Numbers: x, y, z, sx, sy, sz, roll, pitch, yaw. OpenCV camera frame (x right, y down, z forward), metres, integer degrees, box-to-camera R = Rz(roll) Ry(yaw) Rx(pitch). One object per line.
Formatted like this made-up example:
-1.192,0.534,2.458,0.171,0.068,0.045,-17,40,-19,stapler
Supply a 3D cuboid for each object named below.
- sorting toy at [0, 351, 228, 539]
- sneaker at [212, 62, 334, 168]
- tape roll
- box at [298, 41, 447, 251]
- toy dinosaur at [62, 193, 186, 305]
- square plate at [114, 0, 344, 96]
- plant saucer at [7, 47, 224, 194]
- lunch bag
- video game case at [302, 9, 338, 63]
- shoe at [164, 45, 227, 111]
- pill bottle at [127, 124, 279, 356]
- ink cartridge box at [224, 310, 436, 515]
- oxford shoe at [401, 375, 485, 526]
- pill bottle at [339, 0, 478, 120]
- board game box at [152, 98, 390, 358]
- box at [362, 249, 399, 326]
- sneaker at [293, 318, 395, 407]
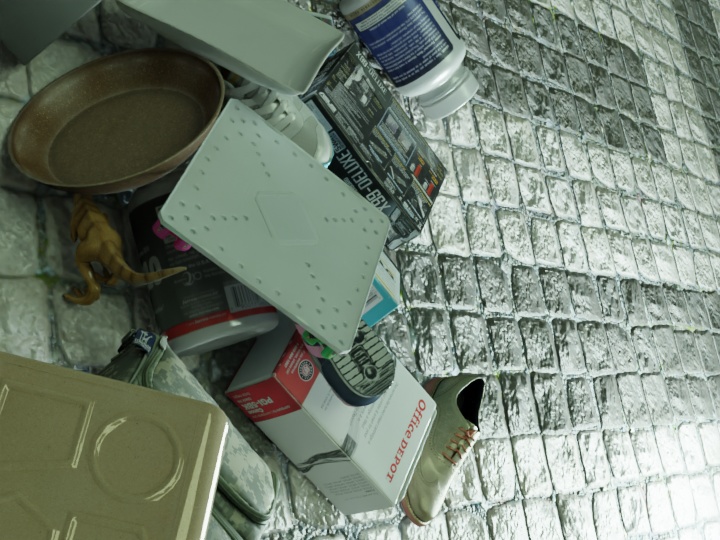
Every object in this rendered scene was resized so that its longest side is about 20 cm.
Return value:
-0.202,0.161,0.711,0.198,0.036,0.187,18,59,-16,sorting toy
-0.102,-0.170,1.054,0.201,0.076,0.081,53,5,24,sneaker
-0.247,-0.273,0.919,0.066,0.199,0.201,49,43,-20,tape roll
0.013,-0.146,1.185,0.200,0.050,0.158,51,32,-17,box
-0.224,-0.017,0.895,0.060,0.107,0.200,-13,46,-32,toy dinosaur
-0.125,-0.244,1.022,0.197,0.029,0.200,27,31,-3,square plate
-0.215,-0.129,0.925,0.037,0.198,0.201,77,26,-43,plant saucer
-0.169,0.170,0.857,0.201,0.139,0.168,52,38,-16,lunch bag
-0.099,-0.226,1.191,0.199,0.023,0.184,1,73,-40,video game case
-0.154,-0.148,1.066,0.070,0.053,0.201,-23,85,-33,shoe
-0.156,-0.029,0.979,0.113,0.113,0.202,-8,78,-50,pill bottle
-0.025,0.135,1.078,0.200,0.082,0.147,50,43,-20,ink cartridge box
0.097,0.200,1.195,0.070,0.074,0.201,42,46,-29,oxford shoe
0.070,-0.304,1.371,0.201,0.111,0.111,52,42,-19,pill bottle
-0.073,-0.041,0.934,0.199,0.026,0.201,37,38,-15,board game box
0.000,0.000,1.112,0.083,0.049,0.200,52,8,-6,box
-0.043,0.044,0.991,0.070,0.082,0.201,-22,75,-25,sneaker
